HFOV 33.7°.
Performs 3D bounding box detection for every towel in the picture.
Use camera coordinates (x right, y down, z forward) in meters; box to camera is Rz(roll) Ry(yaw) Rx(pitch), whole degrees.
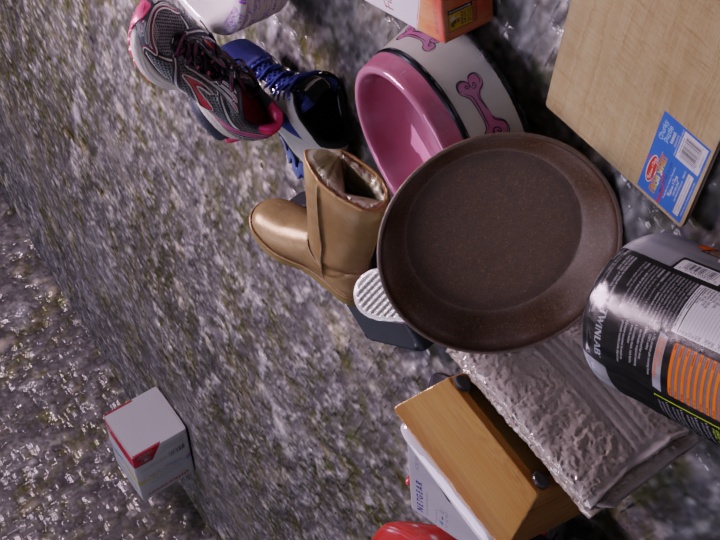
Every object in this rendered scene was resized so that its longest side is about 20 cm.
[{"bbox_3d":[0.180,0.098,1.001,0.200,0.132,0.035,49,159,25],"label":"towel"}]

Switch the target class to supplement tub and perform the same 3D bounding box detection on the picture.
[{"bbox_3d":[0.256,0.057,0.802,0.200,0.122,0.123,30,143,51],"label":"supplement tub"}]

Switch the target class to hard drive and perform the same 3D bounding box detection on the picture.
[{"bbox_3d":[0.000,0.000,1.359,0.201,0.033,0.139,59,159,-17],"label":"hard drive"}]

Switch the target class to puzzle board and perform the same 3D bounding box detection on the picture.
[{"bbox_3d":[0.201,-0.142,0.826,0.151,0.017,0.200,48,155,27],"label":"puzzle board"}]

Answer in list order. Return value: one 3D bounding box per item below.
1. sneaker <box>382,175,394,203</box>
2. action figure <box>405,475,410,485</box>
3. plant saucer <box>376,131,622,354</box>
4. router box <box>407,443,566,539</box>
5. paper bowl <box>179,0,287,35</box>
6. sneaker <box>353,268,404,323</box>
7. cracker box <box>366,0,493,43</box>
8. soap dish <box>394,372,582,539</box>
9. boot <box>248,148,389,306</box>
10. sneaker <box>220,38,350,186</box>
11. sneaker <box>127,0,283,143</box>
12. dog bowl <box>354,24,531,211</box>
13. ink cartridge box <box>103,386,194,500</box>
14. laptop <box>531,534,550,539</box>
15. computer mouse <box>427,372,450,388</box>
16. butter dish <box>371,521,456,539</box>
[{"bbox_3d":[0.079,-0.038,1.139,0.075,0.084,0.201,72,179,-49],"label":"sneaker"},{"bbox_3d":[0.099,0.244,1.458,0.066,0.051,0.200,57,155,19],"label":"action figure"},{"bbox_3d":[0.111,-0.025,0.965,0.037,0.199,0.201,-97,-8,-60],"label":"plant saucer"},{"bbox_3d":[0.137,0.246,1.298,0.179,0.049,0.201,30,150,25],"label":"router box"},{"bbox_3d":[-0.132,-0.345,1.178,0.201,0.104,0.201,46,153,32],"label":"paper bowl"},{"bbox_3d":[0.105,0.035,1.190,0.200,0.114,0.073,15,89,32],"label":"sneaker"},{"bbox_3d":[0.023,-0.287,0.978,0.200,0.058,0.134,40,149,43],"label":"cracker box"},{"bbox_3d":[0.148,0.151,1.068,0.158,0.199,0.081,51,128,24],"label":"soap dish"},{"bbox_3d":[-0.045,-0.064,1.216,0.175,0.066,0.200,32,155,15],"label":"boot"},{"bbox_3d":[-0.071,-0.190,1.281,0.200,0.080,0.115,49,152,12],"label":"sneaker"},{"bbox_3d":[-0.153,-0.204,1.196,0.074,0.081,0.200,7,157,41],"label":"sneaker"},{"bbox_3d":[0.068,-0.117,1.034,0.200,0.074,0.200,54,164,23],"label":"dog bowl"},{"bbox_3d":[-0.492,0.406,2.775,0.145,0.145,0.201,46,153,31],"label":"ink cartridge box"},{"bbox_3d":[0.211,0.347,1.189,0.177,0.103,0.200,31,150,10],"label":"laptop"},{"bbox_3d":[0.122,0.157,1.301,0.200,0.046,0.141,36,149,46],"label":"computer mouse"},{"bbox_3d":[0.099,0.372,1.499,0.199,0.149,0.199,24,177,-31],"label":"butter dish"}]
